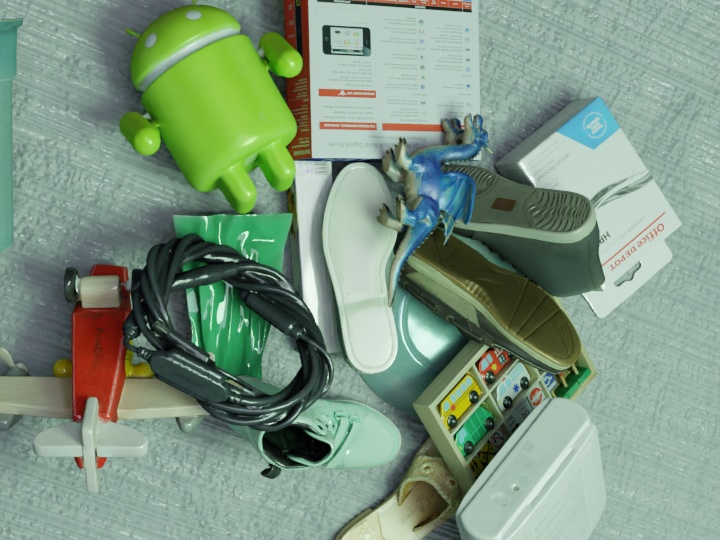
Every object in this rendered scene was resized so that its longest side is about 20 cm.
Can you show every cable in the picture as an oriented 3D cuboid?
[{"bbox_3d":[-0.113,0.055,1.418,0.198,0.051,0.164,26,46,-16],"label":"cable"}]

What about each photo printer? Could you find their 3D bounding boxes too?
[{"bbox_3d":[0.170,0.236,1.542,0.069,0.201,0.167,30,67,29],"label":"photo printer"}]

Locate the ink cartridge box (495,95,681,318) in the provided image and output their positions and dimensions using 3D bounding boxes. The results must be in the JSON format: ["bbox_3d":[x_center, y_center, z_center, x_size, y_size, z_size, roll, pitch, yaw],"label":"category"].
[{"bbox_3d":[0.243,-0.061,1.613,0.116,0.067,0.201,-38,101,-14],"label":"ink cartridge box"}]

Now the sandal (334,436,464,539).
[{"bbox_3d":[0.067,0.227,1.558,0.211,0.070,0.078,-40,102,-12],"label":"sandal"}]

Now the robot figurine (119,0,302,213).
[{"bbox_3d":[-0.135,-0.154,1.460,0.174,0.116,0.201,-30,86,-7],"label":"robot figurine"}]

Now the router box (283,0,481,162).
[{"bbox_3d":[0.023,-0.195,1.526,0.198,0.049,0.182,-1,91,-33],"label":"router box"}]

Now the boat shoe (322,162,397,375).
[{"bbox_3d":[0.000,0.000,1.522,0.072,0.062,0.203,-4,82,-6],"label":"boat shoe"}]

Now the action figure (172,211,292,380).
[{"bbox_3d":[-0.125,0.046,1.506,0.117,0.055,0.203,0,97,-19],"label":"action figure"}]

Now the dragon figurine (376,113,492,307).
[{"bbox_3d":[0.072,-0.063,1.477,0.098,0.059,0.202,11,67,-19],"label":"dragon figurine"}]

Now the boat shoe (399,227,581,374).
[{"bbox_3d":[0.120,0.035,1.516,0.199,0.065,0.073,39,47,12],"label":"boat shoe"}]

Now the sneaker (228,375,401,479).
[{"bbox_3d":[-0.032,0.165,1.489,0.199,0.118,0.074,18,101,-29],"label":"sneaker"}]

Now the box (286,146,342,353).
[{"bbox_3d":[-0.045,-0.021,1.538,0.041,0.039,0.203,-5,92,-17],"label":"box"}]

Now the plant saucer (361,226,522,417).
[{"bbox_3d":[0.084,0.048,1.579,0.199,0.039,0.204,0,91,-17],"label":"plant saucer"}]

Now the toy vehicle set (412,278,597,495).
[{"bbox_3d":[0.146,0.116,1.564,0.200,0.026,0.125,-45,116,-29],"label":"toy vehicle set"}]

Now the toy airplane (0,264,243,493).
[{"bbox_3d":[-0.232,0.110,1.428,0.200,0.142,0.199,40,63,19],"label":"toy airplane"}]

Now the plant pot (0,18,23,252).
[{"bbox_3d":[-0.381,-0.111,1.362,0.198,0.200,0.199,-6,100,-17],"label":"plant pot"}]

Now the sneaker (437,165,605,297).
[{"bbox_3d":[0.142,-0.032,1.554,0.075,0.198,0.107,-54,144,-29],"label":"sneaker"}]
